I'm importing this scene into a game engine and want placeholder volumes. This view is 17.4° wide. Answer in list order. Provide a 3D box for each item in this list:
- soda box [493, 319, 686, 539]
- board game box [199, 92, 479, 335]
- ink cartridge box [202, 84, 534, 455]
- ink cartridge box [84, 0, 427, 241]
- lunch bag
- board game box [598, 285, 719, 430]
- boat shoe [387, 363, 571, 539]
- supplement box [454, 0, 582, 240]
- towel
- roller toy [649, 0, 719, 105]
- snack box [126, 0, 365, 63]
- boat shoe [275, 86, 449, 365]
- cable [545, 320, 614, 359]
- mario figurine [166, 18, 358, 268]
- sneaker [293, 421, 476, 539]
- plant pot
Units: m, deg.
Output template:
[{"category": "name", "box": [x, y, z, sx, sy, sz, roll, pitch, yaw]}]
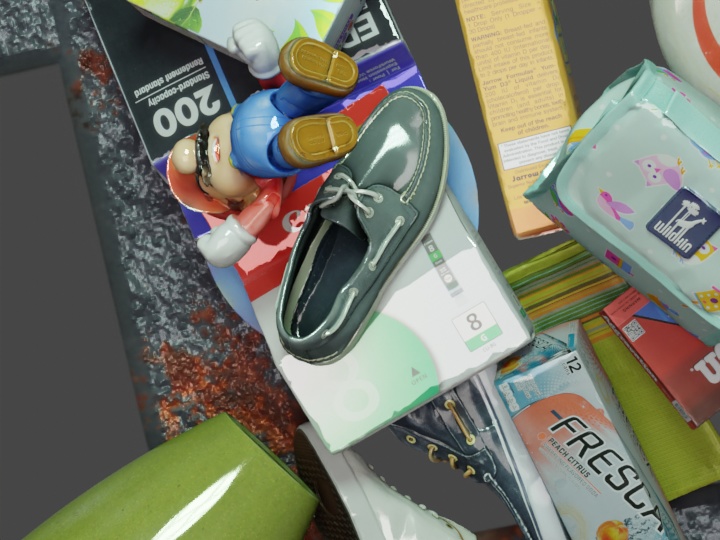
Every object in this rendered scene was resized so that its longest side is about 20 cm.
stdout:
[{"category": "soda box", "box": [0.162, 0.138, 1.616, 0.064, 0.068, 0.200, -24, 103, 14]}, {"category": "board game box", "box": [-0.012, -0.037, 1.656, 0.200, 0.039, 0.158, -10, 87, 13]}, {"category": "ink cartridge box", "box": [0.000, 0.000, 1.599, 0.161, 0.050, 0.200, -31, 94, 10]}, {"category": "ink cartridge box", "box": [-0.071, -0.151, 1.634, 0.198, 0.043, 0.200, -26, 79, 9]}, {"category": "lunch bag", "box": [0.209, -0.047, 1.490, 0.170, 0.200, 0.122, 39, 80, -2]}, {"category": "board game box", "box": [0.271, 0.007, 1.601, 0.200, 0.019, 0.103, -38, 86, -10]}, {"category": "boat shoe", "box": [0.076, 0.120, 1.656, 0.091, 0.071, 0.200, -25, 86, 11]}, {"category": "supplement box", "box": [0.114, -0.126, 1.621, 0.069, 0.067, 0.200, -15, 95, 9]}, {"category": "towel", "box": [0.177, 0.072, 1.633, 0.086, 0.018, 0.200, -26, 101, 31]}, {"category": "roller toy", "box": [0.281, -0.192, 1.554, 0.182, 0.140, 0.200, -12, 105, 9]}, {"category": "snack box", "box": [-0.050, -0.238, 1.590, 0.142, 0.053, 0.200, 26, 88, 12]}, {"category": "boat shoe", "box": [0.000, -0.032, 1.557, 0.073, 0.062, 0.200, 25, 89, 19]}, {"category": "cable", "box": [0.230, 0.048, 1.631, 0.200, 0.050, 0.097, 20, 106, 4]}, {"category": "mario figurine", "box": [-0.078, -0.081, 1.524, 0.106, 0.200, 0.123, 40, 63, -9]}, {"category": "sneaker", "box": [0.027, 0.185, 1.678, 0.085, 0.073, 0.200, -28, 83, -24]}, {"category": "plant pot", "box": [-0.129, 0.203, 1.648, 0.187, 0.187, 0.200, 43, 87, 1]}]
